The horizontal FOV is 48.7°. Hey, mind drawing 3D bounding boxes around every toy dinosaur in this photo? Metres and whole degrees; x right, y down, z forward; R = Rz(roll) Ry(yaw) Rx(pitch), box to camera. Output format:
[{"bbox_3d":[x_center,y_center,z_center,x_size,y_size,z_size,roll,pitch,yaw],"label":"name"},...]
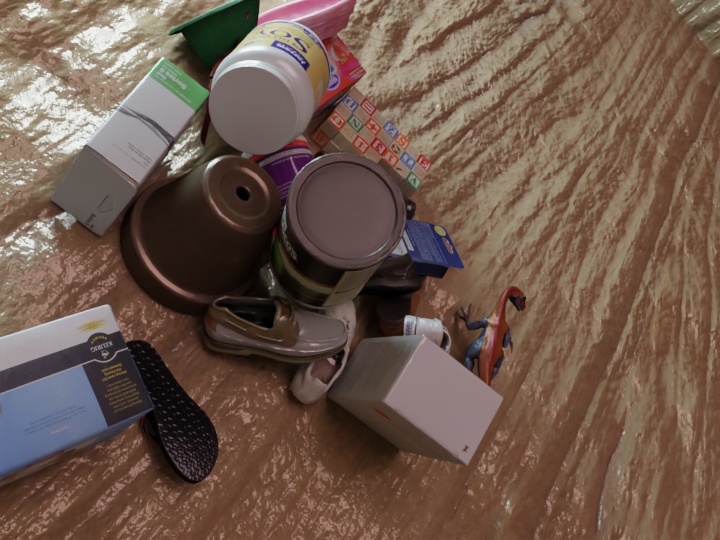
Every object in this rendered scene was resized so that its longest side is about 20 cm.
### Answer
[{"bbox_3d":[0.230,0.117,1.318,0.105,0.200,0.182,22,97,-15],"label":"toy dinosaur"}]

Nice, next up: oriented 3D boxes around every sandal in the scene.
[{"bbox_3d":[-0.243,0.176,0.988,0.075,0.045,0.200,-15,62,-48],"label":"sandal"}]

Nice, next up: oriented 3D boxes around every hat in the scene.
[{"bbox_3d":[-0.197,-0.326,1.264,0.199,0.166,0.177,-26,107,-2],"label":"hat"}]

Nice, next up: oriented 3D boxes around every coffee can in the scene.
[{"bbox_3d":[-0.036,-0.043,1.032,0.145,0.200,0.147,4,72,-11],"label":"coffee can"}]

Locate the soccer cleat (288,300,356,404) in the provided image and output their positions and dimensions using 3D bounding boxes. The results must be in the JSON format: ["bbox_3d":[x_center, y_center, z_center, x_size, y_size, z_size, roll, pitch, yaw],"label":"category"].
[{"bbox_3d":[-0.040,0.107,1.158,0.069,0.077,0.201,37,48,-16],"label":"soccer cleat"}]

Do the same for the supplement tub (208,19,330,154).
[{"bbox_3d":[-0.127,-0.260,1.129,0.145,0.145,0.200,39,29,-15],"label":"supplement tub"}]

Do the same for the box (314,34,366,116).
[{"bbox_3d":[-0.091,-0.312,1.339,0.100,0.095,0.200,50,46,-6],"label":"box"}]

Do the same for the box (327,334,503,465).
[{"bbox_3d":[0.071,0.176,1.108,0.152,0.200,0.107,39,70,-16],"label":"box"}]

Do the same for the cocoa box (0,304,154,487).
[{"bbox_3d":[-0.351,0.143,0.848,0.199,0.133,0.132,-20,80,-44],"label":"cocoa box"}]

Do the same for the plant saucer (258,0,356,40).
[{"bbox_3d":[-0.099,-0.419,1.346,0.201,0.200,0.051,-48,130,-44],"label":"plant saucer"}]

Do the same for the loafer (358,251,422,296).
[{"bbox_3d":[0.000,0.000,1.195,0.199,0.073,0.072,3,74,-35],"label":"loafer"}]

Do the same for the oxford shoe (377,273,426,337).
[{"bbox_3d":[0.065,0.047,1.296,0.071,0.072,0.200,7,35,14],"label":"oxford shoe"}]

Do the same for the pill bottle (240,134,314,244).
[{"bbox_3d":[-0.100,-0.100,1.202,0.112,0.112,0.201,-13,75,-42],"label":"pill bottle"}]

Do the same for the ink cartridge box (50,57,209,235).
[{"bbox_3d":[-0.302,-0.164,1.051,0.084,0.146,0.201,38,47,-15],"label":"ink cartridge box"}]

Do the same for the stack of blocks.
[{"bbox_3d":[0.022,-0.210,1.399,0.200,0.059,0.115,42,47,-12],"label":"stack of blocks"}]

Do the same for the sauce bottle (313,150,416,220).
[{"bbox_3d":[0.005,-0.136,1.340,0.199,0.066,0.066,20,55,-27],"label":"sauce bottle"}]

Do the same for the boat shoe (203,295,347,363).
[{"bbox_3d":[-0.110,0.075,1.075,0.199,0.069,0.075,2,39,-15],"label":"boat shoe"}]

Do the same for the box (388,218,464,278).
[{"bbox_3d":[0.068,-0.045,1.317,0.199,0.032,0.121,9,37,-25],"label":"box"}]

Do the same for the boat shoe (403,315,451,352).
[{"bbox_3d":[0.105,0.112,1.209,0.200,0.065,0.074,45,47,-77],"label":"boat shoe"}]

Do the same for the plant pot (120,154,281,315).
[{"bbox_3d":[-0.193,-0.061,1.064,0.199,0.174,0.201,19,56,-31],"label":"plant pot"}]
